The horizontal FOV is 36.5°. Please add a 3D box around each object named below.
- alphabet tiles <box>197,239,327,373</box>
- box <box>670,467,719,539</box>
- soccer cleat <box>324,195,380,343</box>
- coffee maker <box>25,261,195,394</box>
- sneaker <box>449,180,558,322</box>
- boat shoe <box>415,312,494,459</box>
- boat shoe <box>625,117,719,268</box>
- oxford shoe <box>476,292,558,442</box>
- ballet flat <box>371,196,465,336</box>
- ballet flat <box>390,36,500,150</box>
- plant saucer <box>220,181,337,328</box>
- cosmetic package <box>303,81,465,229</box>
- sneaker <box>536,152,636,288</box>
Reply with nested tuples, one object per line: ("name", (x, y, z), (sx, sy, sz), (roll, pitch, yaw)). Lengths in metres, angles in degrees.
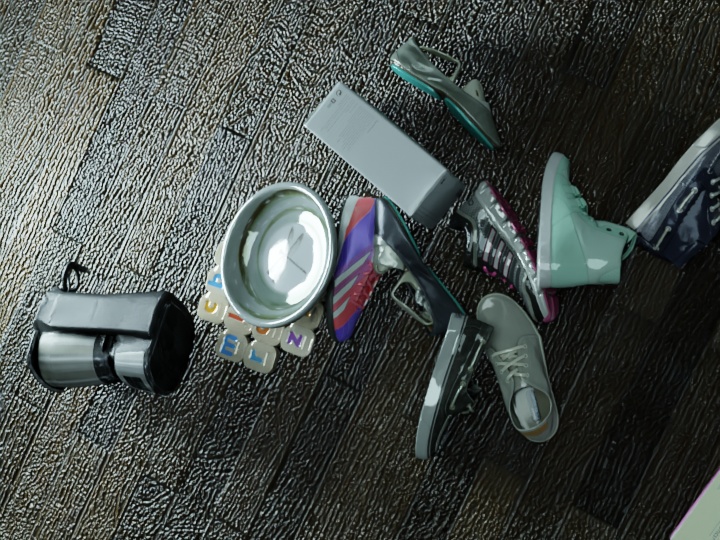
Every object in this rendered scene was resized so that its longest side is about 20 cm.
("alphabet tiles", (-0.133, 0.038, 1.531), (0.195, 0.015, 0.201), (17, 89, 26))
("box", (0.489, 0.294, 1.246), (0.200, 0.097, 0.176), (35, 95, 20))
("soccer cleat", (0.000, 0.000, 1.469), (0.073, 0.068, 0.201), (7, 83, 16))
("coffee maker", (-0.347, 0.077, 1.542), (0.199, 0.135, 0.193), (-1, 82, 18))
("sneaker", (0.180, -0.012, 1.406), (0.087, 0.074, 0.200), (-34, 76, 20))
("boat shoe", (0.119, 0.156, 1.394), (0.063, 0.071, 0.201), (17, 106, 8))
("boat shoe", (0.418, -0.093, 1.337), (0.093, 0.075, 0.200), (42, 106, 14))
("oxford shoe", (0.199, 0.120, 1.389), (0.075, 0.058, 0.201), (-23, 74, 19))
("ballet flat", (0.059, 0.001, 1.421), (0.073, 0.073, 0.200), (-33, 92, 12))
("ballet flat", (0.125, -0.242, 1.455), (0.200, 0.067, 0.064), (42, 90, 19))
("plant saucer", (-0.101, -0.018, 1.478), (0.200, 0.050, 0.201), (-10, 73, 35))
("cosmetic package", (0.035, -0.151, 1.451), (0.200, 0.113, 0.081), (44, 98, 21))
("sneaker", (0.281, -0.060, 1.360), (0.118, 0.074, 0.201), (3, 56, 8))
